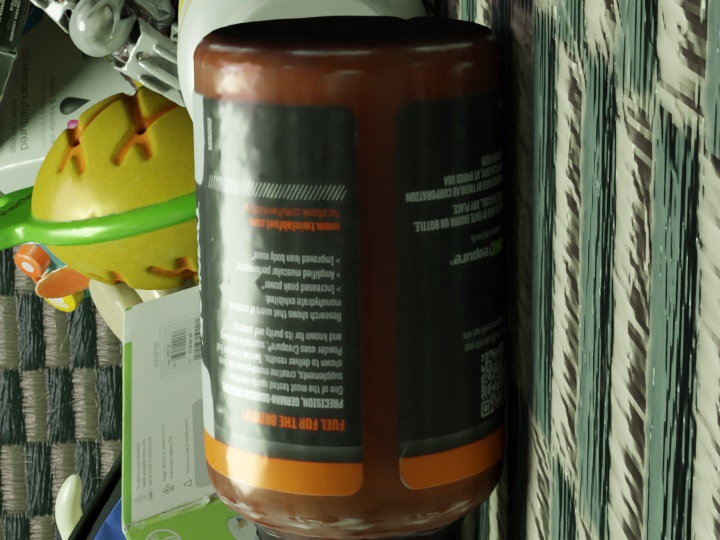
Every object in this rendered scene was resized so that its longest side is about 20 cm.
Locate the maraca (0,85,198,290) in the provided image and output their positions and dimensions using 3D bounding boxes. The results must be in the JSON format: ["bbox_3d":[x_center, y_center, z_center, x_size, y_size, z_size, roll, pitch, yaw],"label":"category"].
[{"bbox_3d":[-0.127,-0.042,1.070,0.137,0.198,0.108,-40,-62,-60],"label":"maraca"}]

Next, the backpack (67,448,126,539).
[{"bbox_3d":[-0.054,0.139,1.052,0.201,0.167,0.163,-60,0,-16],"label":"backpack"}]

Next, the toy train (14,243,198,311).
[{"bbox_3d":[-0.161,-0.035,1.372,0.055,0.199,0.152,-20,71,51],"label":"toy train"}]

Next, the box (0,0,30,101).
[{"bbox_3d":[-0.203,-0.184,1.114,0.193,0.047,0.202,142,140,-67],"label":"box"}]

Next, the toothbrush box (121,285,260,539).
[{"bbox_3d":[-0.029,0.120,0.843,0.146,0.085,0.201,-99,-11,-54],"label":"toothbrush box"}]

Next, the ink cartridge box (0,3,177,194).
[{"bbox_3d":[-0.115,-0.117,1.235,0.146,0.198,0.148,44,-142,-59],"label":"ink cartridge box"}]

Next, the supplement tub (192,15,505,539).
[{"bbox_3d":[-0.003,0.018,0.668,0.107,0.106,0.202,-113,22,-78],"label":"supplement tub"}]

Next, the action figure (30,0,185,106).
[{"bbox_3d":[-0.104,-0.147,1.037,0.130,0.069,0.200,47,-158,2],"label":"action figure"}]

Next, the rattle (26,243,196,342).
[{"bbox_3d":[-0.107,-0.007,1.202,0.130,0.143,0.200,45,169,-27],"label":"rattle"}]

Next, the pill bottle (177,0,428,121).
[{"bbox_3d":[-0.026,-0.100,0.875,0.200,0.112,0.114,-105,14,-73],"label":"pill bottle"}]

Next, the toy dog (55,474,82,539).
[{"bbox_3d":[-0.073,0.137,1.239,0.201,0.193,0.140,-53,6,23],"label":"toy dog"}]
